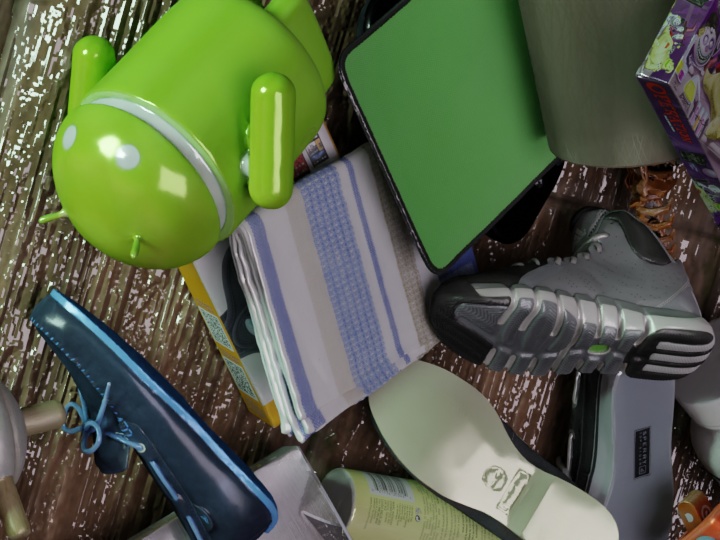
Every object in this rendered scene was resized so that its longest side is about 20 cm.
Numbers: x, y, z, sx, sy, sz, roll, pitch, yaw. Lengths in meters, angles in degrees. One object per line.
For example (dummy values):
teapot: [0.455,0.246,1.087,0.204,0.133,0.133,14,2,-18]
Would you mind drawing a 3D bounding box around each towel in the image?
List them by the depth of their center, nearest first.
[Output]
towel: [0.000,0.000,1.606,0.200,0.024,0.148,-33,114,-43]

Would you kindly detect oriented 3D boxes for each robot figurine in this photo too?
robot figurine: [-0.099,-0.083,1.502,0.200,0.175,0.116,-49,137,-29]

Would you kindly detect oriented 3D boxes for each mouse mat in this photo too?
mouse mat: [0.071,-0.114,1.622,0.200,0.007,0.162,-44,119,-38]

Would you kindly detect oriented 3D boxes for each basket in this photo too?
basket: [0.165,-0.176,1.610,0.135,0.180,0.201,-22,114,-35]

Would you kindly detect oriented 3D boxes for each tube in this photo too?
tube: [0.063,0.175,1.731,0.199,0.052,0.058,12,95,-31]

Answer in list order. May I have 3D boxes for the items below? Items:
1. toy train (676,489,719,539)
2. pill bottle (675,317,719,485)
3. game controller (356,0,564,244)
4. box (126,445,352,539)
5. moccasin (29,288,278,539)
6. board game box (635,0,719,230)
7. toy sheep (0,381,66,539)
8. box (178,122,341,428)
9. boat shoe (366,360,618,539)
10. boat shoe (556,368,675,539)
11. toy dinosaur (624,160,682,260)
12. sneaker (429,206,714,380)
toy train: [0.177,0.211,1.698,0.056,0.150,0.200,48,45,5]
pill bottle: [0.302,0.124,1.819,0.111,0.111,0.200,-47,122,-9]
game controller: [0.066,-0.113,1.641,0.200,0.042,0.105,54,42,-29]
box: [-0.089,0.227,1.623,0.199,0.048,0.159,-29,94,-15]
moccasin: [-0.134,0.100,1.558,0.068,0.080,0.200,-43,97,0]
board game box: [0.234,-0.114,1.590,0.121,0.032,0.200,-64,147,-17]
toy sheep: [-0.259,0.110,1.485,0.199,0.138,0.139,-12,111,-37]
box: [-0.053,-0.015,1.618,0.119,0.041,0.201,-34,120,-17]
boat shoe: [0.084,0.131,1.705,0.200,0.063,0.071,36,84,-4]
boat shoe: [0.169,0.132,1.770,0.073,0.068,0.201,-14,117,-26]
toy dinosaur: [0.220,-0.102,1.735,0.135,0.102,0.201,5,121,-15]
sneaker: [0.130,0.006,1.684,0.199,0.116,0.075,10,140,-22]
